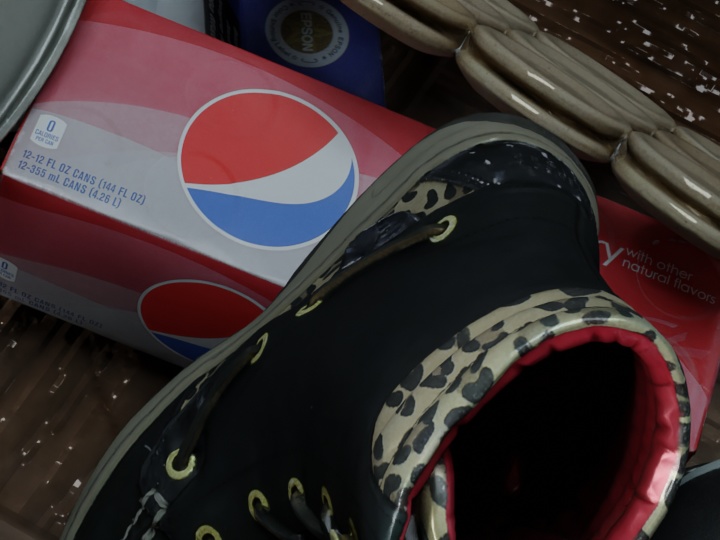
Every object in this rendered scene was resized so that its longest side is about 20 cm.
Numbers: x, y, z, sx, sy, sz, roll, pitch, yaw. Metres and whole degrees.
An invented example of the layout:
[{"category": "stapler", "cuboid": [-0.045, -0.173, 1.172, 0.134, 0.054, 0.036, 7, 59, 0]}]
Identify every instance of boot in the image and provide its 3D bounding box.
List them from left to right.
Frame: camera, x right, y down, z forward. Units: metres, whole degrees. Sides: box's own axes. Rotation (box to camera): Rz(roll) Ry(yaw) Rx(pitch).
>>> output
[{"category": "boot", "cuboid": [-0.007, 0.062, 0.688, 0.073, 0.154, 0.204, 37, 98, -16]}]

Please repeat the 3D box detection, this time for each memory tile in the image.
[{"category": "memory tile", "cuboid": [0.038, -0.062, 0.819, 0.199, 0.153, 0.017, 36, 100, 7]}]

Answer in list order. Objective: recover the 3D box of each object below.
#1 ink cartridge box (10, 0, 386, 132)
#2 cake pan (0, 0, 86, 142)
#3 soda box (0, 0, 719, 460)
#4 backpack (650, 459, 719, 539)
[{"category": "ink cartridge box", "cuboid": [-0.094, -0.132, 0.901, 0.198, 0.041, 0.201, -1, 59, -8]}, {"category": "cake pan", "cuboid": [-0.164, -0.090, 0.811, 0.199, 0.037, 0.202, -12, 60, 20]}, {"category": "soda box", "cuboid": [0.000, 0.000, 0.806, 0.199, 0.064, 0.070, 21, 58, -2]}, {"category": "backpack", "cuboid": [0.145, 0.130, 0.693, 0.199, 0.178, 0.152, 4, 60, -17]}]
